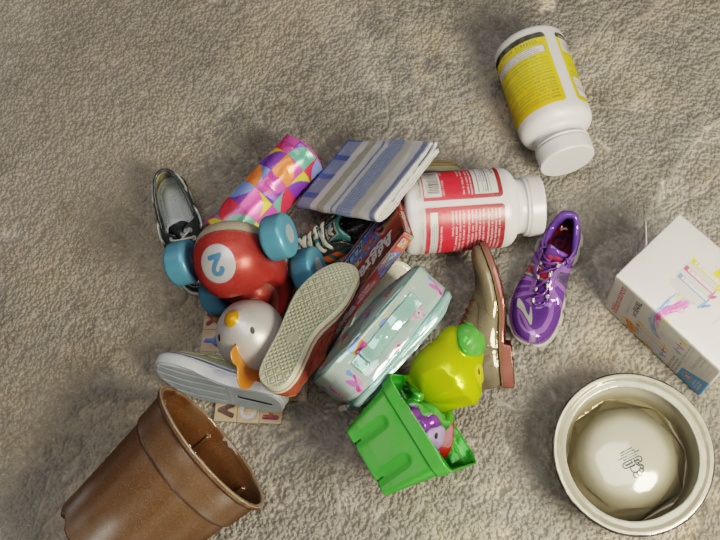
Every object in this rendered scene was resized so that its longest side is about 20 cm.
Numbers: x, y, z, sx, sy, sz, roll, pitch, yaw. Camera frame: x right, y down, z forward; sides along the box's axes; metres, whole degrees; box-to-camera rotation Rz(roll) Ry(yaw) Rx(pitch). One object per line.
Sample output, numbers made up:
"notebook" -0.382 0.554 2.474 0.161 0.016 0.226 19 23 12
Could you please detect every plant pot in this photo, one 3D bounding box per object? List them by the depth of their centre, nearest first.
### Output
"plant pot" -0.260 0.292 1.168 0.198 0.200 0.201 -42 70 -1

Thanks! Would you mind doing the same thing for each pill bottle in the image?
"pill bottle" 0.156 -0.085 1.282 0.197 0.113 0.114 -4 68 -3
"pill bottle" 0.274 -0.246 1.333 0.110 0.112 0.203 -14 67 2

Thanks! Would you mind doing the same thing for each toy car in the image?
"toy car" -0.155 0.055 1.212 0.182 0.177 0.203 -14 56 19

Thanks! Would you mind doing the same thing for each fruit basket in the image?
"fruit basket" 0.099 0.174 1.143 0.214 0.216 0.157 -32 74 -5

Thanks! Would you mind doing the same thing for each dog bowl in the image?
"dog bowl" 0.342 0.238 1.161 0.197 0.074 0.203 -2 69 6

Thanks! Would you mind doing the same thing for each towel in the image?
"towel" 0.007 -0.130 1.286 0.199 0.024 0.147 12 58 51

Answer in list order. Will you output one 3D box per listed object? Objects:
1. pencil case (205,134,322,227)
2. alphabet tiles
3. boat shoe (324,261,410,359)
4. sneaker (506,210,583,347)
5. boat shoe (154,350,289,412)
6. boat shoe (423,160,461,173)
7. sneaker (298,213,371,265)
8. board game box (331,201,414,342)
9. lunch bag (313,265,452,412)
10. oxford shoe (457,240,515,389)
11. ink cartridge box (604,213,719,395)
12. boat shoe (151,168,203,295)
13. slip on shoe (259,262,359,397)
"pencil case" -0.144 -0.108 1.355 0.088 0.089 0.200 38 81 19
"alphabet tiles" -0.152 0.119 1.308 0.164 0.008 0.203 1 69 8
"boat shoe" 0.006 0.076 1.270 0.072 0.060 0.203 34 77 -10
"sneaker" 0.255 0.006 1.255 0.080 0.084 0.202 15 73 13
"boat shoe" -0.188 0.146 1.272 0.197 0.073 0.062 14 48 8
"boat shoe" 0.051 -0.142 1.350 0.197 0.072 0.077 -8 54 4
"sneaker" -0.047 -0.046 1.315 0.198 0.080 0.072 -23 67 2
"board game box" 0.000 0.000 1.242 0.201 0.019 0.103 -52 26 22
"lunch bag" 0.027 0.090 1.157 0.077 0.160 0.200 41 76 -3
"oxford shoe" 0.163 0.062 1.234 0.074 0.070 0.203 -8 84 10
"ink cartridge box" 0.423 0.038 1.197 0.125 0.129 0.200 -41 69 -9
"boat shoe" -0.270 -0.059 1.362 0.075 0.060 0.202 -25 68 -3
"slip on shoe" -0.063 0.077 1.189 0.073 0.061 0.202 21 70 26
